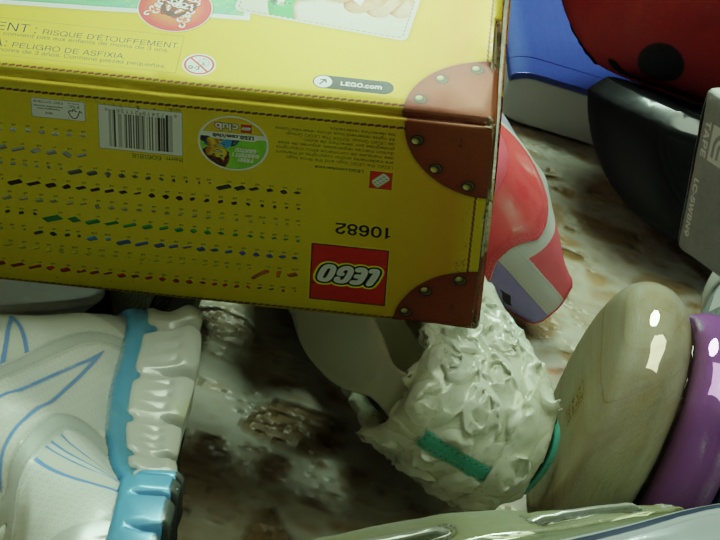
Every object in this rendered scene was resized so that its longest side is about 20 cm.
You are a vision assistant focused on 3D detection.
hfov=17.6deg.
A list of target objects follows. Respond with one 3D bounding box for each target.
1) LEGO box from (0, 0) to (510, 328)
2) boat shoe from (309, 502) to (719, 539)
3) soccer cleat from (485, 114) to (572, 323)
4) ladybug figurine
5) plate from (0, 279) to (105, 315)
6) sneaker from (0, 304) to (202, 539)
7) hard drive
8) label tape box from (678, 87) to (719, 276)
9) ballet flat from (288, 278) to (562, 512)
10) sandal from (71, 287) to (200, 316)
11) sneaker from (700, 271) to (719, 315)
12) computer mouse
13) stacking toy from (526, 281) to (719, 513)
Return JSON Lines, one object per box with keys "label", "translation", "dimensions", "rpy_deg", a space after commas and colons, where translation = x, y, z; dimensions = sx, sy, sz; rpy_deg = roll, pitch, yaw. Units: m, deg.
{"label": "LEGO box", "translation": [-0.057, -0.070, 0.666], "dimensions": [0.199, 0.077, 0.149], "rpy_deg": [6, 44, 2]}
{"label": "boat shoe", "translation": [0.061, 0.087, 0.621], "dimensions": [0.199, 0.072, 0.062], "rpy_deg": [1, 26, -33]}
{"label": "soccer cleat", "translation": [0.030, -0.050, 0.890], "dimensions": [0.077, 0.067, 0.200], "rpy_deg": [51, 8, -28]}
{"label": "ladybug figurine", "translation": [0.156, -0.104, 0.976], "dimensions": [0.200, 0.072, 0.136], "rpy_deg": [14, 5, -38]}
{"label": "plate", "translation": [-0.207, -0.024, 0.686], "dimensions": [0.200, 0.032, 0.199], "rpy_deg": [-7, 36, -44]}
{"label": "sneaker", "translation": [-0.087, 0.063, 0.575], "dimensions": [0.086, 0.075, 0.200], "rpy_deg": [10, 18, -7]}
{"label": "hard drive", "translation": [0.124, -0.104, 1.095], "dimensions": [0.131, 0.025, 0.200], "rpy_deg": [16, 26, -8]}
{"label": "label tape box", "translation": [0.214, 0.003, 0.731], "dimensions": [0.144, 0.064, 0.200], "rpy_deg": [-1, 23, -25]}
{"label": "ballet flat", "translation": [0.000, 0.000, 0.739], "dimensions": [0.072, 0.072, 0.200], "rpy_deg": [6, 28, -28]}
{"label": "sandal", "translation": [-0.064, -0.035, 0.768], "dimensions": [0.057, 0.080, 0.201], "rpy_deg": [26, 22, -20]}
{"label": "sneaker", "translation": [0.199, 0.059, 0.791], "dimensions": [0.199, 0.075, 0.115], "rpy_deg": [17, 28, 17]}
{"label": "computer mouse", "translation": [0.177, -0.019, 0.928], "dimensions": [0.199, 0.053, 0.139], "rpy_deg": [21, 11, -3]}
{"label": "stacking toy", "translation": [0.155, 0.078, 0.706], "dimensions": [0.199, 0.086, 0.085], "rpy_deg": [23, 25, -6]}
